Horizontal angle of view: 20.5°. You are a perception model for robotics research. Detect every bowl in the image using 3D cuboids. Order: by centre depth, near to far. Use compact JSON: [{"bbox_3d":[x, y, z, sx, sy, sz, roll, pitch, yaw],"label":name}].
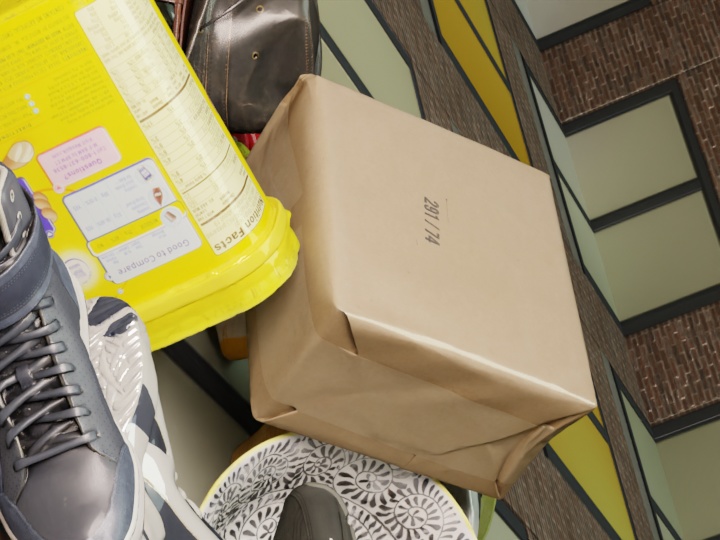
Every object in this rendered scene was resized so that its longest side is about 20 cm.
[{"bbox_3d":[-0.030,0.201,1.159,0.199,0.094,0.203,11,66,-26],"label":"bowl"}]

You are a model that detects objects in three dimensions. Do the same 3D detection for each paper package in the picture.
[{"bbox_3d":[0.030,0.009,1.188,0.189,0.104,0.201,20,41,-25],"label":"paper package"}]

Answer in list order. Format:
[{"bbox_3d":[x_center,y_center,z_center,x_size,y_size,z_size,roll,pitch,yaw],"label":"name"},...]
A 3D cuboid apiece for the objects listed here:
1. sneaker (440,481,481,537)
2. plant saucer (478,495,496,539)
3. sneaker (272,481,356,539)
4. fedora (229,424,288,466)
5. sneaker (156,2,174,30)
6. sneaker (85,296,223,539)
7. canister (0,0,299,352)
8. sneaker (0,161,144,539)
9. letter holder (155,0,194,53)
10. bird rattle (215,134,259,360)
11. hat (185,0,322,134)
[{"bbox_3d":[0.068,0.145,1.303,0.099,0.070,0.202,31,52,-49],"label":"sneaker"},{"bbox_3d":[0.046,0.104,1.396,0.200,0.031,0.202,36,49,-56],"label":"plant saucer"},{"bbox_3d":[-0.051,0.207,1.038,0.075,0.079,0.202,152,-50,-67],"label":"sneaker"},{"bbox_3d":[-0.035,0.150,1.312,0.201,0.081,0.202,-18,90,-84],"label":"fedora"},{"bbox_3d":[-0.095,-0.158,1.436,0.200,0.081,0.076,40,70,-24],"label":"sneaker"},{"bbox_3d":[-0.119,0.122,1.041,0.130,0.079,0.200,62,9,-52],"label":"sneaker"},{"bbox_3d":[-0.142,-0.061,1.077,0.201,0.147,0.087,61,17,-23],"label":"canister"},{"bbox_3d":[-0.167,0.040,0.941,0.147,0.076,0.203,69,-2,-53],"label":"sneaker"},{"bbox_3d":[-0.151,-0.151,1.283,0.200,0.099,0.143,-80,177,-65],"label":"letter holder"},{"bbox_3d":[-0.094,-0.025,1.389,0.200,0.111,0.165,-98,178,-75],"label":"bird rattle"},{"bbox_3d":[-0.063,-0.140,1.254,0.201,0.080,0.203,-171,-90,-89],"label":"hat"}]
